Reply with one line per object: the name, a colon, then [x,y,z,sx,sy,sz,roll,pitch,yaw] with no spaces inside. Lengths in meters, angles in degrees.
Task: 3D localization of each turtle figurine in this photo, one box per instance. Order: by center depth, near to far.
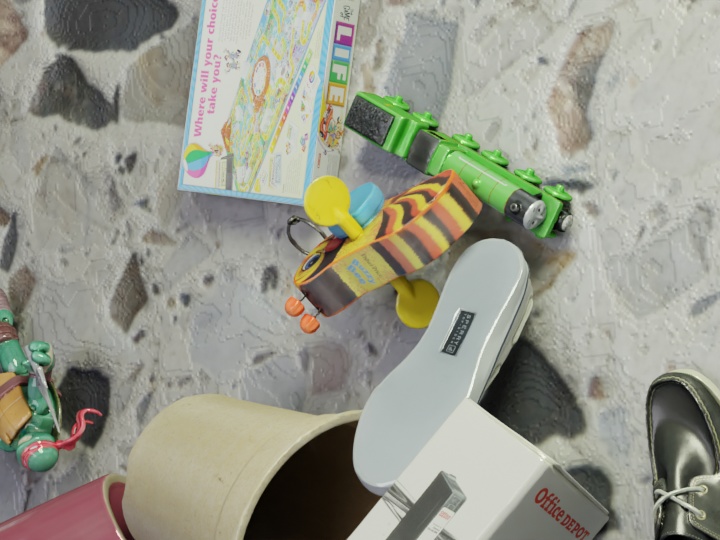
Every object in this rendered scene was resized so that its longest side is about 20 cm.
turtle figurine: [-0.297,0.108,1.809,0.150,0.101,0.200,-44,47,9]

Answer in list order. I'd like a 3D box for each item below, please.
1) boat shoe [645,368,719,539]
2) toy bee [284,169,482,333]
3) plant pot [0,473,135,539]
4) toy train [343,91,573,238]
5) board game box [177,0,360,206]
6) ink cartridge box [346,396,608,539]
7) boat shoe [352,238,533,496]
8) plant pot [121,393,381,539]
boat shoe: [0.226,0.162,1.451,0.072,0.068,0.200,-18,75,35]
toy bee: [0.000,0.000,1.579,0.131,0.109,0.200,35,146,-2]
plant pot: [-0.228,0.260,1.704,0.179,0.200,0.200,-38,66,10]
toy train: [0.069,-0.078,1.585,0.200,0.056,0.042,32,105,33]
board game box: [-0.070,-0.154,1.703,0.134,0.034,0.200,9,92,36]
ink cartridge box: [0.061,0.202,1.483,0.084,0.144,0.200,40,88,31]
boat shoe: [0.066,0.080,1.539,0.074,0.086,0.202,16,67,30]
plant pot: [-0.071,0.175,1.602,0.183,0.200,0.201,19,98,46]
